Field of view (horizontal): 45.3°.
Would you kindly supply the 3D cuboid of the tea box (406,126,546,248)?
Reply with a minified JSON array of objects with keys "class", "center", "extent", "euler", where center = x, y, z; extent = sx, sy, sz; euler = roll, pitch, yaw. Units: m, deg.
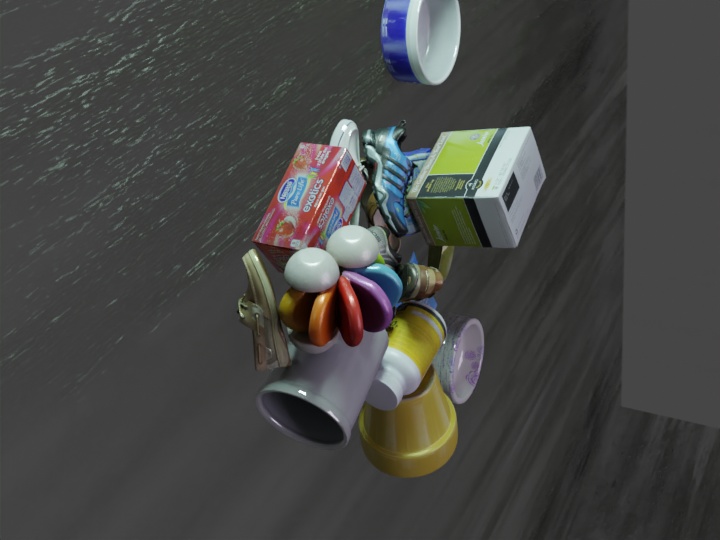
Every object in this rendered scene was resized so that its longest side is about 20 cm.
[{"class":"tea box","center":[0.225,-0.160,1.660],"extent":[0.201,0.195,0.134],"euler":[-60,138,-34]}]

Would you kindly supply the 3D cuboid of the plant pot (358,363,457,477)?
[{"class":"plant pot","center":[0.091,0.269,1.696],"extent":[0.201,0.199,0.190],"euler":[-53,148,-40]}]

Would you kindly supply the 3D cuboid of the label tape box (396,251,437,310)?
[{"class":"label tape box","center":[0.085,0.071,1.783],"extent":[0.145,0.063,0.200],"euler":[-65,149,-28]}]

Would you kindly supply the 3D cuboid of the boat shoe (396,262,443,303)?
[{"class":"boat shoe","center":[0.102,0.025,1.570],"extent":[0.200,0.073,0.076],"euler":[-173,-93,-82]}]

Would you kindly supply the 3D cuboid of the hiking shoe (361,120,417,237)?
[{"class":"hiking shoe","center":[0.063,-0.160,1.524],"extent":[0.074,0.086,0.202],"euler":[-7,83,-83]}]

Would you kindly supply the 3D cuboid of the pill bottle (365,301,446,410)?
[{"class":"pill bottle","center":[0.075,0.158,1.594],"extent":[0.200,0.111,0.113],"euler":[-54,142,-41]}]

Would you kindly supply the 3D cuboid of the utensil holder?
[{"class":"utensil holder","center":[-0.059,0.170,1.450],"extent":[0.201,0.169,0.171],"euler":[-63,147,-33]}]

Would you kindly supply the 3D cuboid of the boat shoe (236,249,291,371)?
[{"class":"boat shoe","center":[-0.159,0.066,1.331],"extent":[0.072,0.064,0.201],"euler":[-115,-168,-64]}]

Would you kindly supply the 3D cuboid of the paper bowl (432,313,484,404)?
[{"class":"paper bowl","center":[0.205,0.201,1.998],"extent":[0.200,0.104,0.202],"euler":[-25,119,-56]}]

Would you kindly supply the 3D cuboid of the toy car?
[{"class":"toy car","center":[-0.019,0.044,1.320],"extent":[0.199,0.150,0.176],"euler":[-30,137,-33]}]

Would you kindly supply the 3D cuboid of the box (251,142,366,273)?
[{"class":"box","center":[-0.080,-0.097,1.400],"extent":[0.201,0.095,0.100],"euler":[-67,149,-22]}]

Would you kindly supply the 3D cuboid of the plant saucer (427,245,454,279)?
[{"class":"plant saucer","center":[0.175,-0.060,1.834],"extent":[0.200,0.031,0.202],"euler":[-172,-90,-86]}]

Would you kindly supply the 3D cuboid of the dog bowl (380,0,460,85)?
[{"class":"dog bowl","center":[0.119,-0.463,1.666],"extent":[0.200,0.078,0.202],"euler":[-26,121,-55]}]

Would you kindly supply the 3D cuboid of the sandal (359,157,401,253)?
[{"class":"sandal","center":[0.038,-0.113,1.594],"extent":[0.080,0.054,0.202],"euler":[-17,107,-11]}]

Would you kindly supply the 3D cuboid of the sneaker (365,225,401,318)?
[{"class":"sneaker","center":[0.037,0.006,1.535],"extent":[0.087,0.073,0.201],"euler":[-41,129,-39]}]

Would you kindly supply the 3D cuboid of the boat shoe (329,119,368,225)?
[{"class":"boat shoe","center":[-0.017,-0.164,1.525],"extent":[0.073,0.065,0.202],"euler":[-8,105,-59]}]

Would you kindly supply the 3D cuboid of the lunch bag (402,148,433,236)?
[{"class":"lunch bag","center":[0.099,-0.160,1.720],"extent":[0.200,0.082,0.162],"euler":[-22,118,-57]}]
